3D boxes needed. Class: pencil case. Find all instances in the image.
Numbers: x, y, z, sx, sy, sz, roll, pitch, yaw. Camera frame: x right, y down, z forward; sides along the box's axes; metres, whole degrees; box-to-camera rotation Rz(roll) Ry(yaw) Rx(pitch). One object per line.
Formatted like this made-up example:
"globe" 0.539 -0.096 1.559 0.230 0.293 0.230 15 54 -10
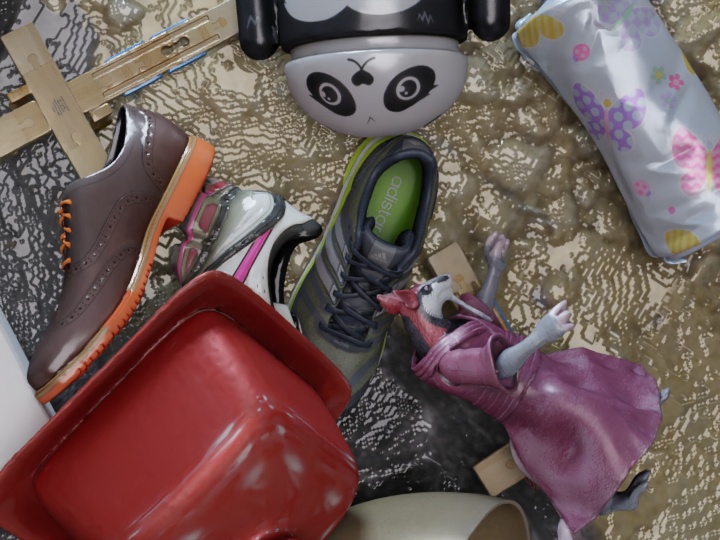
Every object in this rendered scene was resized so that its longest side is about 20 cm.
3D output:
"pencil case" 0.185 -0.104 1.187 0.091 0.083 0.201 -35 95 -8

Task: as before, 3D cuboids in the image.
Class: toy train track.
"toy train track" -0.159 -0.123 1.171 0.199 0.033 0.115 -29 87 -12
"toy train track" 0.102 0.075 1.198 0.114 0.033 0.201 -30 88 -14

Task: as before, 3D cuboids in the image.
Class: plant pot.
"plant pot" 0.010 0.226 1.126 0.134 0.200 0.202 12 88 22

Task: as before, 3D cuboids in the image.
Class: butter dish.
"butter dish" -0.080 0.134 1.047 0.199 0.200 0.148 -45 51 -1

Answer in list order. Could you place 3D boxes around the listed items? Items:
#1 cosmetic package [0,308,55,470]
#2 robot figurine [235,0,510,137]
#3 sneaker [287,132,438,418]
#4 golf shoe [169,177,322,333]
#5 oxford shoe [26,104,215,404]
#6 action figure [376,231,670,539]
"cosmetic package" -0.254 0.059 1.118 0.085 0.108 0.201 -28 95 -9
"robot figurine" 0.006 -0.186 1.142 0.124 0.150 0.201 -3 90 -36
"sneaker" 0.000 0.000 1.164 0.073 0.081 0.201 17 88 -7
"golf shoe" -0.087 0.046 1.148 0.092 0.073 0.201 16 88 10
"oxford shoe" -0.164 -0.012 1.101 0.072 0.071 0.201 33 61 -16
"action figure" 0.093 0.071 1.136 0.199 0.134 0.149 28 104 -6
